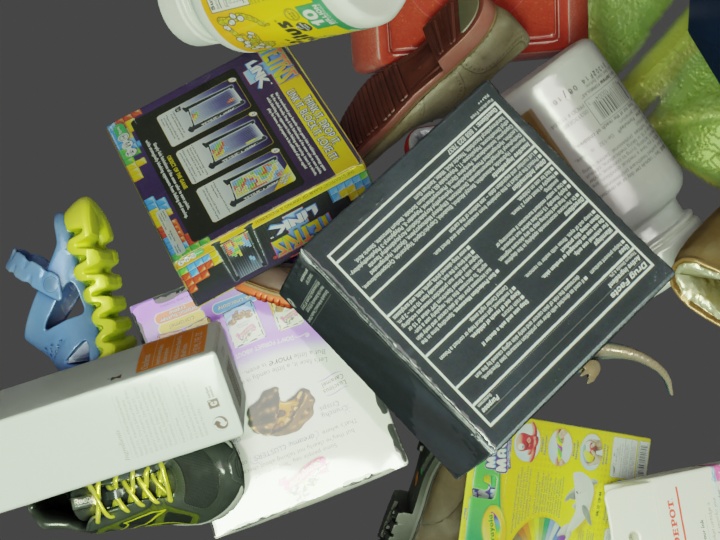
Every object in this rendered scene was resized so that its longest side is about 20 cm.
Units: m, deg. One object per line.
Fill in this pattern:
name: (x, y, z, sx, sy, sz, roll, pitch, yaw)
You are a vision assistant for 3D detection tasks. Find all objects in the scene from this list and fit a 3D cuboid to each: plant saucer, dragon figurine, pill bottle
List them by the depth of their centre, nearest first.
pill bottle: (-0.066, -0.233, 1.614, 0.200, 0.113, 0.113, -6, 84, 42)
pill bottle: (0.194, -0.076, 1.645, 0.114, 0.114, 0.200, -36, 93, -4)
plant saucer: (0.088, -0.251, 1.646, 0.199, 0.037, 0.200, -5, 119, -2)
dragon figurine: (0.153, 0.063, 1.662, 0.199, 0.099, 0.059, 8, 83, -20)

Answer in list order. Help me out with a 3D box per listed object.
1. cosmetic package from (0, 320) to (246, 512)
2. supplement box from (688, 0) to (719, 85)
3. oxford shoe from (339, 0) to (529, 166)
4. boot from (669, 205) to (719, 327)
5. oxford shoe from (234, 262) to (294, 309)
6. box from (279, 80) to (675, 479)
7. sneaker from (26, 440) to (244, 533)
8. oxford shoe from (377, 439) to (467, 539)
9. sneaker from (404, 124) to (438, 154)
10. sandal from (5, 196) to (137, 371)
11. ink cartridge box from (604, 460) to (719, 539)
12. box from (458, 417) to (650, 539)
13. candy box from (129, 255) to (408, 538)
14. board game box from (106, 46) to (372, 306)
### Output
cosmetic package: (-0.192, 0.110, 1.557, 0.199, 0.101, 0.071, -18, 103, 1)
supplement box: (0.379, -0.226, 1.607, 0.199, 0.200, 0.134, -24, 67, -4)
oxford shoe: (0.055, -0.138, 1.654, 0.075, 0.071, 0.200, 29, 124, -33)
boot: (0.351, -0.005, 1.614, 0.175, 0.066, 0.200, 28, 41, 10)
oxford shoe: (0.000, 0.000, 1.586, 0.199, 0.071, 0.073, 3, 90, -2)
box: (0.082, 0.010, 1.490, 0.200, 0.123, 0.198, -42, 85, -18)
sneaker: (-0.177, 0.176, 1.589, 0.200, 0.085, 0.075, -16, 90, 37)
oxford shoe: (0.083, 0.163, 1.634, 0.084, 0.073, 0.200, 20, 112, -6)
sneaker: (0.110, -0.047, 1.605, 0.200, 0.113, 0.071, 27, 52, 31)
sandal: (-0.232, 0.046, 1.654, 0.087, 0.079, 0.201, -14, 80, 9)
ink cartridge box: (0.266, 0.213, 1.609, 0.200, 0.067, 0.117, -6, 84, -29)
box: (0.145, 0.176, 1.598, 0.048, 0.200, 0.118, 3, 82, 43)
candy box: (-0.073, 0.094, 1.649, 0.167, 0.072, 0.200, -20, 85, -3)
board game box: (-0.095, -0.082, 1.613, 0.165, 0.057, 0.200, -27, 42, -4)
